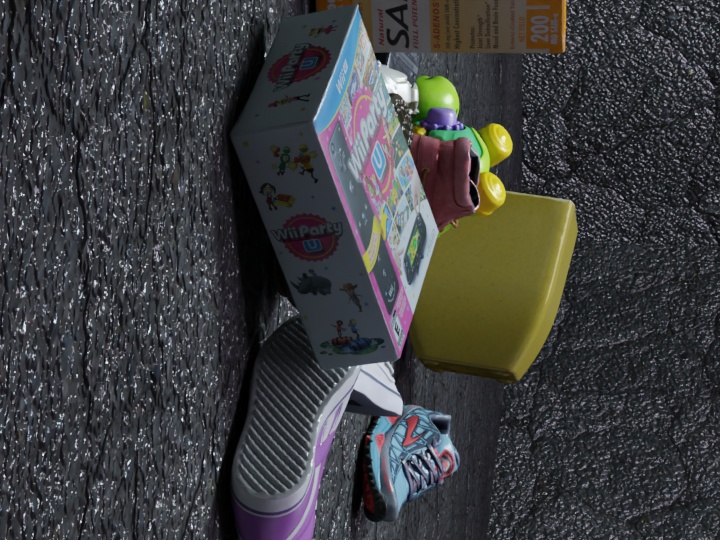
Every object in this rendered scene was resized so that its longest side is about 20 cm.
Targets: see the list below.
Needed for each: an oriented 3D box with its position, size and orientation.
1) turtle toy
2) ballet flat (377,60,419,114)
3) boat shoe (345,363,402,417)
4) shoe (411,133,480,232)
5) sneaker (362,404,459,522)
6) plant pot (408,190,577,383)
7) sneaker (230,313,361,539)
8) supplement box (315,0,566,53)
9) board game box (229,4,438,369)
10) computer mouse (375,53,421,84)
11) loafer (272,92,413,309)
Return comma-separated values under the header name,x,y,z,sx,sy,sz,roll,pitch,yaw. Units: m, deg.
name,x,y,z,sx,sy,sz,roll,pitch,yaw
turtle toy,0.066,-0.108,1.959,0.101,0.145,0.201,40,37,-24
ballet flat,0.018,-0.159,1.773,0.200,0.071,0.073,-19,112,-81
boat shoe,0.000,0.084,1.711,0.200,0.073,0.066,63,36,-77
shoe,0.061,-0.052,1.777,0.201,0.090,0.072,81,15,-57
sneaker,0.054,0.190,2.058,0.200,0.094,0.080,-71,162,-63
plant pot,0.140,0.020,2.315,0.196,0.192,0.202,53,46,-78
sneaker,-0.049,0.124,1.420,0.201,0.072,0.115,-65,163,-44
supplement box,0.063,-0.241,1.578,0.074,0.198,0.127,-82,170,-53
board game box,-0.014,-0.057,1.388,0.148,0.064,0.201,-72,147,-50
computer mouse,0.018,-0.161,1.911,0.059,0.034,0.202,43,54,-49
loafer,-0.021,-0.052,1.528,0.201,0.067,0.076,-62,142,-33
